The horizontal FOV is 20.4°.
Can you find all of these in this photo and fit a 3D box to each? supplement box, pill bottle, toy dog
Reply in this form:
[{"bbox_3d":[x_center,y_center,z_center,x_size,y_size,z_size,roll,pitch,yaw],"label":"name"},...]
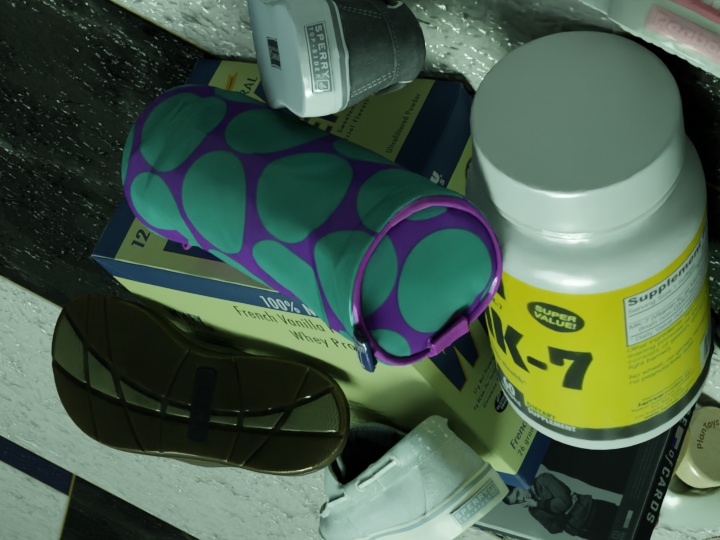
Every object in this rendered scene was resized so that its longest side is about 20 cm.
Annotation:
[{"bbox_3d":[0.000,0.000,1.111,0.199,0.135,0.200,10,154,40],"label":"supplement box"},{"bbox_3d":[0.110,-0.012,0.955,0.113,0.115,0.201,18,149,23],"label":"pill bottle"},{"bbox_3d":[0.235,0.164,1.276,0.199,0.097,0.132,28,161,-2],"label":"toy dog"}]

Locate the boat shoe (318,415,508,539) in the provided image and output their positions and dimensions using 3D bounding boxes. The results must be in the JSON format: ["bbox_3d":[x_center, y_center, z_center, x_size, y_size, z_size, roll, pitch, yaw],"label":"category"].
[{"bbox_3d":[0.016,0.113,1.092,0.072,0.070,0.201,55,157,-2],"label":"boat shoe"}]

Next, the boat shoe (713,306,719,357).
[{"bbox_3d":[0.238,0.010,0.942,0.199,0.074,0.067,4,119,60],"label":"boat shoe"}]

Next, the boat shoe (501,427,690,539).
[{"bbox_3d":[0.138,0.134,1.227,0.073,0.063,0.202,19,126,-9],"label":"boat shoe"}]

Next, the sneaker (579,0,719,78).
[{"bbox_3d":[0.129,-0.132,0.734,0.075,0.105,0.200,22,-170,-3],"label":"sneaker"}]

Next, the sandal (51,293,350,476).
[{"bbox_3d":[-0.087,0.066,1.105,0.198,0.083,0.054,9,178,27],"label":"sandal"}]

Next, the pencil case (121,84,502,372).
[{"bbox_3d":[-0.028,-0.023,0.942,0.199,0.085,0.093,29,141,45],"label":"pencil case"}]

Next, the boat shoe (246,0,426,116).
[{"bbox_3d":[-0.012,-0.112,0.916,0.066,0.071,0.200,-10,-169,-8],"label":"boat shoe"}]

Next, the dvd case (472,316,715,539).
[{"bbox_3d":[0.097,0.081,1.164,0.199,0.152,0.025,11,164,39],"label":"dvd case"}]
